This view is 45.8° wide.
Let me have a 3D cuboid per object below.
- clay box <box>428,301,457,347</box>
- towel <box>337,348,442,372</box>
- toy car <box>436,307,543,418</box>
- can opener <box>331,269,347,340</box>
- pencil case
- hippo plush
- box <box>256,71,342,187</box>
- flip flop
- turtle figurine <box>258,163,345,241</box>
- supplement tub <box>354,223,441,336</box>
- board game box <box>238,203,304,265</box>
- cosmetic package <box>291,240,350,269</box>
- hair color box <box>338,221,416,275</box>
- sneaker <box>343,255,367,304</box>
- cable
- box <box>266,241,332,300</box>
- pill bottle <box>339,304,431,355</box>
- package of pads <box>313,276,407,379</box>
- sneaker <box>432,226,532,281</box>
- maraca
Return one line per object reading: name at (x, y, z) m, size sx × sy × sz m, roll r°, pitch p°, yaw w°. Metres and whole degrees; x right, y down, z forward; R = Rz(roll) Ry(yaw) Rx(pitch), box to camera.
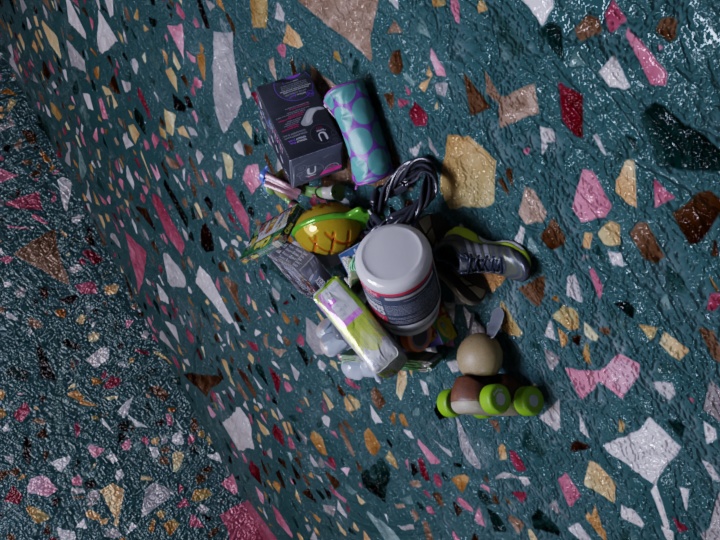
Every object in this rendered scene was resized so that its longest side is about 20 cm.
clay box at (0.117, 0.063, 1.786) m, size 0.115 × 0.047 × 0.201 m, roll -24°, pitch 92°, yaw 60°
towel at (0.066, 0.184, 1.789) m, size 0.198 × 0.152 × 0.024 m, roll 2°, pitch 94°, yaw 15°
toy car at (0.243, 0.177, 1.628) m, size 0.164 × 0.156 × 0.202 m, roll -19°, pitch 67°, yaw 57°
can opener at (-0.029, 0.071, 1.922) m, size 0.201 × 0.066 × 0.053 m, roll -89°, pitch 6°, yaw -49°
pencil case at (-0.003, -0.269, 1.682) m, size 0.092 × 0.085 × 0.202 m, roll -18°, pitch 99°, yaw 16°
hippo plush at (0.010, 0.166, 1.986) m, size 0.198 × 0.160 × 0.162 m, roll -15°, pitch 126°, yaw 19°
box at (-0.127, -0.294, 1.781) m, size 0.106 × 0.121 × 0.201 m, roll 93°, pitch 155°, yaw -62°
flip flop at (0.167, -0.017, 1.630) m, size 0.201 × 0.081 × 0.058 m, roll 53°, pitch 164°, yaw 9°
turtle figurine at (-0.108, -0.188, 1.906) m, size 0.192 × 0.145 × 0.200 m, roll -5°, pitch 139°, yaw 37°
supplement tub at (0.074, 0.021, 1.569) m, size 0.140 × 0.140 × 0.201 m, roll 44°, pitch 166°, yaw 31°
board game box at (-0.200, -0.079, 1.899) m, size 0.023 × 0.105 × 0.199 m, roll 35°, pitch 151°, yaw -22°
cosmetic package at (-0.104, -0.043, 2.038) m, size 0.102 × 0.074 × 0.200 m, roll 65°, pitch 153°, yaw -2°
hair color box at (0.043, -0.049, 1.767) m, size 0.061 × 0.100 × 0.200 m, roll 62°, pitch 150°, yaw 0°
sneaker at (0.000, 0.000, 1.696) m, size 0.088 × 0.077 × 0.201 m, roll 37°, pitch 152°, yaw 12°
cable at (0.072, -0.134, 1.613) m, size 0.051 × 0.164 × 0.199 m, roll 38°, pitch 150°, yaw -24°
box at (-0.122, 0.009, 1.909) m, size 0.158 × 0.050 × 0.200 m, roll 51°, pitch 166°, yaw -32°
pill bottle at (0.055, 0.120, 1.766) m, size 0.199 × 0.106 × 0.107 m, roll 7°, pitch 118°, yaw 48°
package of pads at (0.003, 0.110, 1.626) m, size 0.200 × 0.068 × 0.155 m, roll 49°, pitch -179°, yaw 15°
sneaker at (0.215, -0.017, 1.521) m, size 0.199 × 0.081 × 0.075 m, roll 18°, pitch 128°, yaw 39°
maraca at (-0.050, -0.094, 1.810) m, size 0.137 × 0.198 × 0.108 m, roll 34°, pitch -135°, yaw -67°
